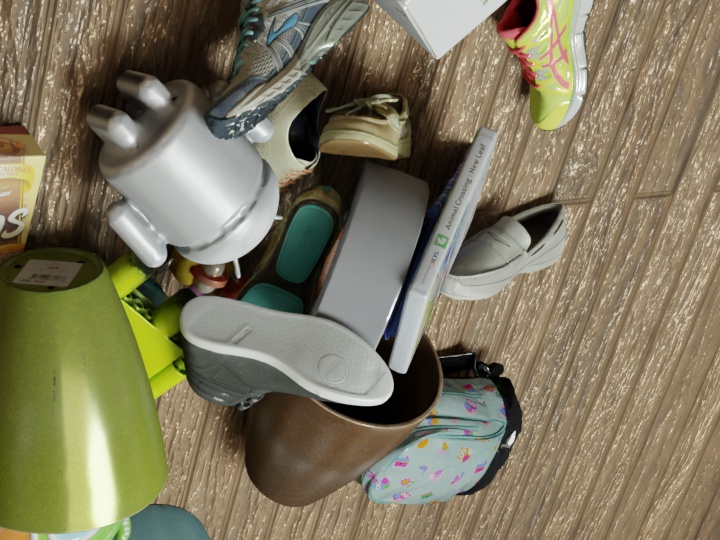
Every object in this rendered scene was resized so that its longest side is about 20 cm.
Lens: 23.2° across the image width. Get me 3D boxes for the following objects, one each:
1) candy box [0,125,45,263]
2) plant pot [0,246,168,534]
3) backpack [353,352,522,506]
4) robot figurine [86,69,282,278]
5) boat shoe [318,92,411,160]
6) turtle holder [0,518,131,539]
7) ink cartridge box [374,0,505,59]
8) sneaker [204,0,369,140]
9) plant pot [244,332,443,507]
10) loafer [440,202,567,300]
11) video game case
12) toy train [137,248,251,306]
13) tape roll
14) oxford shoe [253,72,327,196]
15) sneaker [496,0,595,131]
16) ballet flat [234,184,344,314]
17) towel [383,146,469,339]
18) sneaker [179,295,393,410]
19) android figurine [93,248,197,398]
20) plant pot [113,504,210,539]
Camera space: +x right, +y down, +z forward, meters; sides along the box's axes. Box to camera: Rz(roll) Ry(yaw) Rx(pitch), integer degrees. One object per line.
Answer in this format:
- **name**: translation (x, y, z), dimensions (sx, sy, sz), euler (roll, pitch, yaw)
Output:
- **candy box**: translation (-0.348, -0.025, 1.493), dimensions (0.114, 0.055, 0.202), euler (-5, 128, -37)
- **plant pot**: translation (-0.260, 0.090, 1.508), dimensions (0.185, 0.187, 0.202), euler (-13, 118, -28)
- **backpack**: translation (0.070, 0.181, 1.924), dimensions (0.198, 0.127, 0.168), euler (7, 123, -36)
- **robot figurine**: translation (-0.148, -0.085, 1.528), dimensions (0.170, 0.113, 0.200), euler (-47, 119, -9)
- **boat shoe**: translation (0.007, -0.135, 1.604), dimensions (0.200, 0.072, 0.063), euler (-22, 119, -81)
- **turtle holder**: translation (-0.283, 0.201, 1.668), dimensions (0.184, 0.141, 0.133), euler (-25, 135, -15)
- **ink cartridge box**: translation (0.087, -0.302, 1.519), dimensions (0.199, 0.145, 0.085), euler (-39, 140, -2)
- **sneaker**: translation (-0.081, -0.192, 1.505), dimensions (0.200, 0.086, 0.078), euler (-50, -174, -34)
- **plant pot**: translation (-0.041, 0.147, 1.793), dimensions (0.185, 0.188, 0.201), euler (-3, 139, -35)
- **loafer**: translation (0.146, -0.024, 1.839), dimensions (0.199, 0.070, 0.070), euler (-25, 137, -45)
- **video game case**: translation (0.077, -0.016, 1.668), dimensions (0.200, 0.022, 0.183), euler (101, 12, -67)
- **toy train**: translation (-0.166, 0.043, 1.686), dimensions (0.198, 0.056, 0.151), euler (-19, 133, -23)
- **tape roll**: translation (0.000, 0.000, 1.652), dimensions (0.066, 0.201, 0.202), euler (21, 115, -5)
- **oxford shoe**: translation (-0.080, -0.097, 1.608), dimensions (0.071, 0.073, 0.202), euler (-31, 144, -46)
- **sneaker**: translation (0.172, -0.226, 1.708), dimensions (0.089, 0.078, 0.202), euler (-12, 125, -17)
- **ballet flat**: translation (-0.070, 0.003, 1.655), dimensions (0.070, 0.071, 0.201), euler (5, 126, -39)
- **towel**: translation (0.066, -0.031, 1.735), dimensions (0.200, 0.024, 0.146), euler (-57, 168, -62)
- **sneaker**: translation (-0.071, 0.089, 1.575), dimensions (0.198, 0.071, 0.100), euler (17, 145, -1)
- **android figurine**: translation (-0.244, 0.060, 1.605), dimensions (0.199, 0.041, 0.182), euler (-36, 118, 27)
- **plant pot**: translation (-0.223, 0.369, 1.857), dimensions (0.198, 0.135, 0.202), euler (-20, 133, -22)
